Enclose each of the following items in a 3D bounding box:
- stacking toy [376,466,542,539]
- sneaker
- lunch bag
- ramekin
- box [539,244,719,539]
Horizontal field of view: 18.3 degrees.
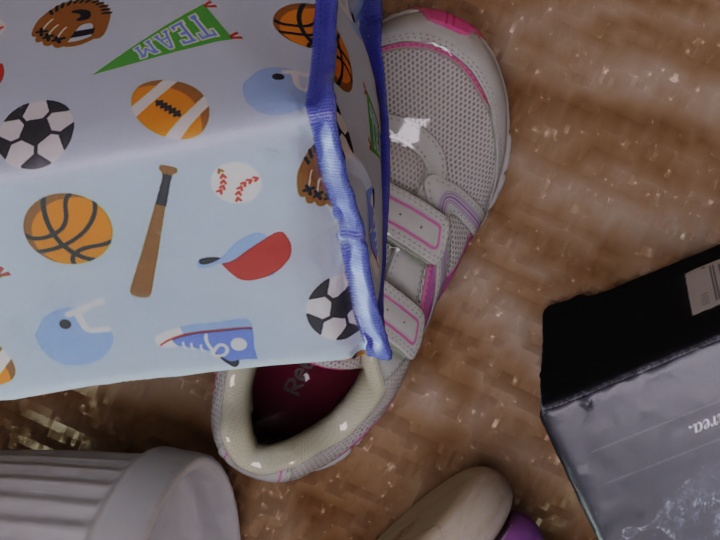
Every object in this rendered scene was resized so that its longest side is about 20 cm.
[{"bbox_3d":[0.083,0.176,0.875,0.085,0.085,0.200,-40,94,15],"label":"stacking toy"},{"bbox_3d":[0.000,0.000,0.839,0.081,0.088,0.201,20,106,0],"label":"sneaker"},{"bbox_3d":[-0.076,-0.053,0.752,0.169,0.200,0.124,-8,129,4],"label":"lunch bag"},{"bbox_3d":[-0.121,0.162,0.845,0.105,0.200,0.201,7,106,12],"label":"ramekin"},{"bbox_3d":[0.194,0.081,0.827,0.196,0.117,0.200,-24,103,12],"label":"box"}]
